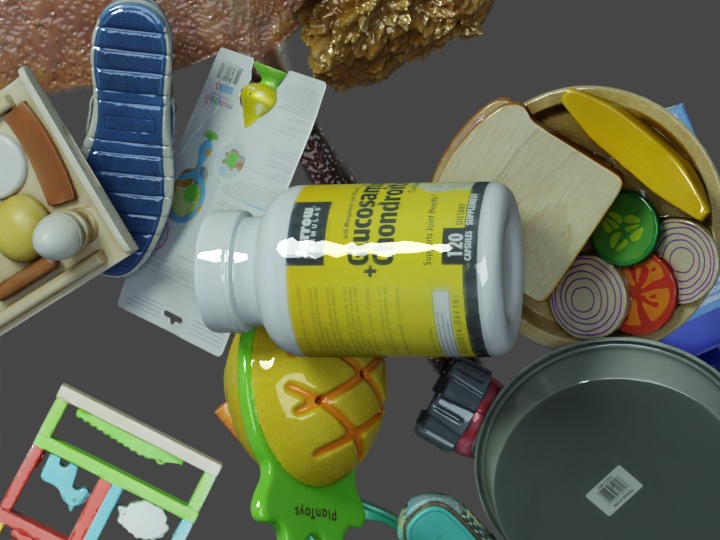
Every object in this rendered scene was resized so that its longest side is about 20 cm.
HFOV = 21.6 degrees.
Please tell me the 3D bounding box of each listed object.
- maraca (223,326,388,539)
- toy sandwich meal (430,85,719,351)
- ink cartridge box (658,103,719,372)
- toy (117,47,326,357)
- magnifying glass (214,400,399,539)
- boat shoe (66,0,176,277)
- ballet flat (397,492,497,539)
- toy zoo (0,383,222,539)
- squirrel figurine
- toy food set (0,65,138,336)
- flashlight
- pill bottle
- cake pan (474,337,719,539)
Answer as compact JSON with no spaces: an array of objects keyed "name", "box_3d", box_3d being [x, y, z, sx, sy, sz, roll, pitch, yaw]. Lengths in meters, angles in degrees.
[{"name":"maraca","box_3d":[-0.036,0.099,1.305,0.107,0.137,0.200,-12,74,40]},{"name":"toy sandwich meal","box_3d":[0.144,-0.034,1.258,0.205,0.070,0.205,3,101,17]},{"name":"ink cartridge box","box_3d":[0.202,-0.001,1.345,0.136,0.076,0.200,-25,94,-2]},{"name":"toy","box_3d":[-0.088,-0.048,1.326,0.047,0.115,0.200,15,96,-48]},{"name":"magnifying glass","box_3d":[-0.031,0.169,1.361,0.080,0.022,0.200,-41,93,-2]},{"name":"boat shoe","box_3d":[-0.158,-0.095,1.318,0.072,0.072,0.200,11,110,-1]},{"name":"ballet flat","box_3d":[0.099,0.236,1.349,0.074,0.074,0.200,-35,98,-2]},{"name":"toy zoo","box_3d":[-0.201,0.199,1.352,0.131,0.020,0.200,28,89,-4]},{"name":"squirrel figurine","box_3d":[-0.005,-0.213,1.279,0.187,0.141,0.200,-31,118,-28]},{"name":"toy food set","box_3d":[-0.262,-0.030,1.293,0.200,0.060,0.144,-30,93,24]},{"name":"flashlight","box_3d":[0.139,0.135,1.343,0.200,0.068,0.068,29,128,1]},{"name":"pill bottle","box_3d":[0.000,0.000,1.213,0.200,0.112,0.112,-1,92,14]},{"name":"cake pan","box_3d":[0.177,0.143,1.291,0.200,0.037,0.200,3,112,7]}]
